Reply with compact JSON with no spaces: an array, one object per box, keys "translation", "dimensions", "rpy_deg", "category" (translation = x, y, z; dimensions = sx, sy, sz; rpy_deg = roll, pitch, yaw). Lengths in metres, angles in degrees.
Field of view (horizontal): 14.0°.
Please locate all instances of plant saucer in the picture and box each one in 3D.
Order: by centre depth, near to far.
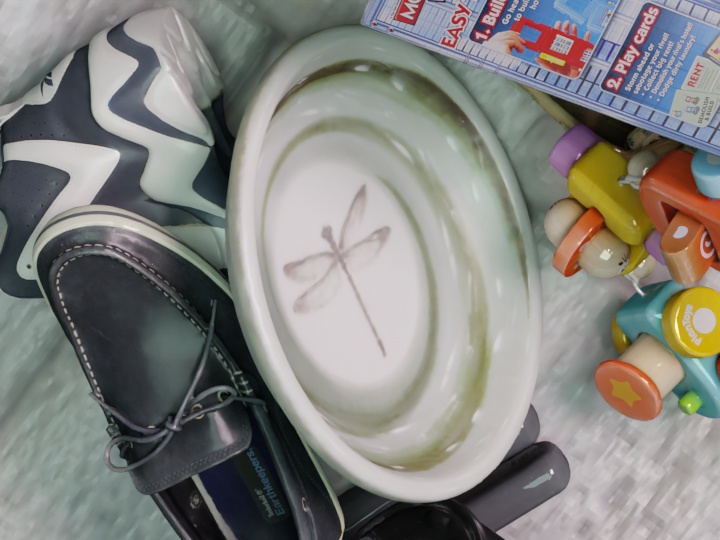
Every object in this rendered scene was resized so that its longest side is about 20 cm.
[{"translation":[0.000,0.000,1.230],"dimensions":[0.050,0.200,0.201],"rpy_deg":[-14,108,38],"category":"plant saucer"}]

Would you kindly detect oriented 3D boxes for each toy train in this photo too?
[{"translation":[0.134,0.017,1.221],"dimensions":[0.056,0.150,0.200],"rpy_deg":[-42,137,-17],"category":"toy train"}]

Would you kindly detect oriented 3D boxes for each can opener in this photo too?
[{"translation":[0.001,0.130,1.307],"dimensions":[0.199,0.067,0.053],"rpy_deg":[-32,104,8],"category":"can opener"}]

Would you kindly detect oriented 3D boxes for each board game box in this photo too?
[{"translation":[0.078,-0.123,1.136],"dimensions":[0.199,0.200,0.062],"rpy_deg":[12,118,-31],"category":"board game box"}]

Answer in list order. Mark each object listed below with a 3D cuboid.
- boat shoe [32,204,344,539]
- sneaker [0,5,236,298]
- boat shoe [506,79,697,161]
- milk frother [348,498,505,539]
[{"translation":[-0.070,0.059,1.222],"dimensions":[0.074,0.062,0.201],"rpy_deg":[-22,115,19],"category":"boat shoe"},{"translation":[-0.095,-0.003,1.269],"dimensions":[0.129,0.080,0.200],"rpy_deg":[-21,117,18],"category":"sneaker"},{"translation":[0.109,-0.080,1.254],"dimensions":[0.199,0.063,0.074],"rpy_deg":[28,102,-9],"category":"boat shoe"},{"translation":[0.059,0.234,1.248],"dimensions":[0.188,0.181,0.200],"rpy_deg":[34,99,-31],"category":"milk frother"}]
